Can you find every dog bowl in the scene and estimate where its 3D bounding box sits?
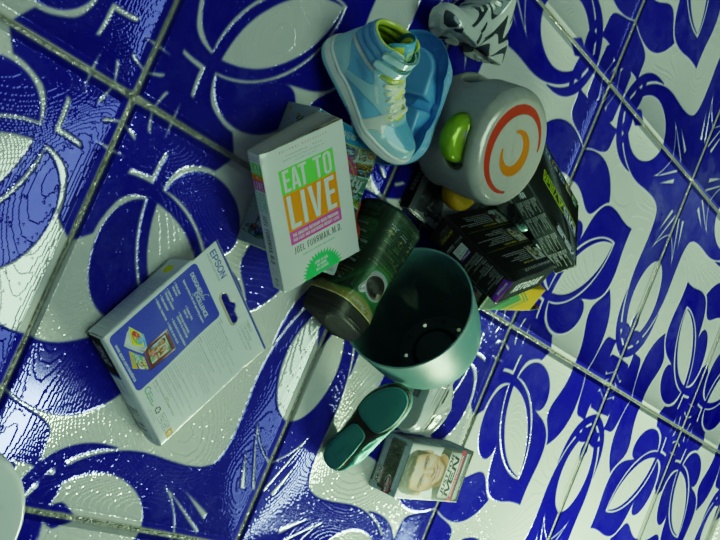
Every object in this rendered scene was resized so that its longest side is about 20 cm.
[{"bbox_3d":[0.067,-0.243,1.592,0.050,0.111,0.200,17,91,-65],"label":"dog bowl"}]

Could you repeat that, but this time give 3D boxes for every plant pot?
[{"bbox_3d":[0.094,0.091,1.698,0.201,0.200,0.161,-58,149,-16],"label":"plant pot"}]

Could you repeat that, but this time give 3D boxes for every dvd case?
[{"bbox_3d":[0.150,-0.127,1.801,0.200,0.025,0.151,36,77,-51],"label":"dvd case"}]

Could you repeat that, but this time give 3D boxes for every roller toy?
[{"bbox_3d":[0.180,-0.200,1.677,0.182,0.140,0.200,-48,139,-19],"label":"roller toy"}]

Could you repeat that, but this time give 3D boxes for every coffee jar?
[{"bbox_3d":[0.000,0.000,1.625,0.200,0.085,0.104,-59,141,-16],"label":"coffee jar"}]

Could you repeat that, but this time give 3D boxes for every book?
[{"bbox_3d":[-0.074,-0.088,1.442,0.134,0.048,0.200,-31,128,-32],"label":"book"}]

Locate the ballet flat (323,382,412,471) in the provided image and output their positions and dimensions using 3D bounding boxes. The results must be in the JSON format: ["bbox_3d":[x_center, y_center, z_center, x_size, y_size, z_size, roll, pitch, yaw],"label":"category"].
[{"bbox_3d":[0.019,0.236,1.717,0.200,0.067,0.070,-47,163,26],"label":"ballet flat"}]

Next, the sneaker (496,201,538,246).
[{"bbox_3d":[0.288,-0.058,1.936,0.200,0.086,0.078,34,77,-58],"label":"sneaker"}]

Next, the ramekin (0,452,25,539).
[{"bbox_3d":[-0.457,0.258,1.177,0.200,0.098,0.201,-23,122,-44],"label":"ramekin"}]

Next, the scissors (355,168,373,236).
[{"bbox_3d":[-0.011,-0.102,1.619,0.014,0.073,0.200,31,55,-26],"label":"scissors"}]

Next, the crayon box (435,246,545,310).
[{"bbox_3d":[0.219,0.006,1.820,0.200,0.127,0.051,3,129,-53],"label":"crayon box"}]

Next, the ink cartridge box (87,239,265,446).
[{"bbox_3d":[-0.231,0.090,1.423,0.200,0.047,0.198,-45,134,-31],"label":"ink cartridge box"}]

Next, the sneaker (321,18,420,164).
[{"bbox_3d":[0.043,-0.244,1.484,0.200,0.130,0.080,57,41,-14],"label":"sneaker"}]

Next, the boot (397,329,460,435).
[{"bbox_3d":[0.128,0.187,1.879,0.096,0.074,0.200,27,92,-57],"label":"boot"}]

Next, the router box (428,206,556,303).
[{"bbox_3d":[0.211,-0.029,1.743,0.051,0.149,0.200,-52,162,25],"label":"router box"}]

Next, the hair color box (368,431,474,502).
[{"bbox_3d":[0.108,0.342,1.916,0.200,0.061,0.099,19,91,-51],"label":"hair color box"}]

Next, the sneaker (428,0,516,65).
[{"bbox_3d":[0.177,-0.401,1.677,0.199,0.079,0.130,17,90,-52],"label":"sneaker"}]

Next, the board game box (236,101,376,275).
[{"bbox_3d":[-0.068,-0.110,1.518,0.147,0.064,0.200,22,87,-51],"label":"board game box"}]

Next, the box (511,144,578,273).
[{"bbox_3d":[0.306,-0.128,1.858,0.200,0.047,0.193,56,26,-25],"label":"box"}]
